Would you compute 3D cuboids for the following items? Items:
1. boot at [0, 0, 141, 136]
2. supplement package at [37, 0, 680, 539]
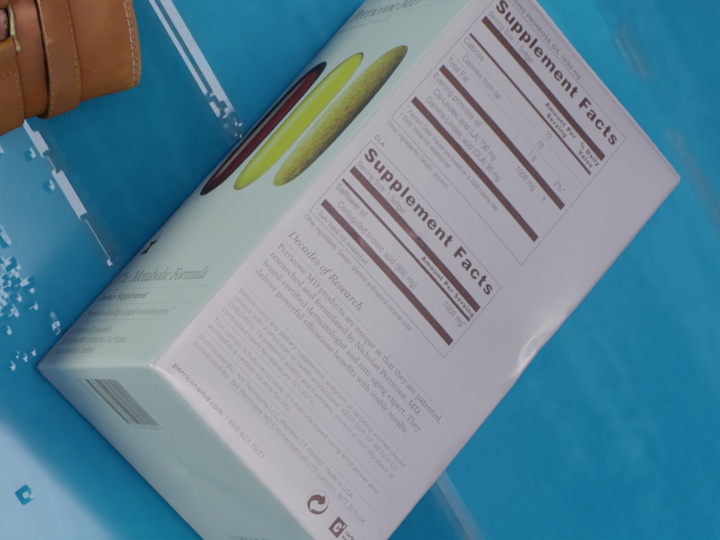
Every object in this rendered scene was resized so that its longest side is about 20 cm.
[{"bbox_3d":[-0.149,-0.056,0.940,0.154,0.074,0.201,-7,94,-31],"label":"boot"},{"bbox_3d":[0.000,0.000,0.987,0.110,0.114,0.200,48,68,-18],"label":"supplement package"}]
